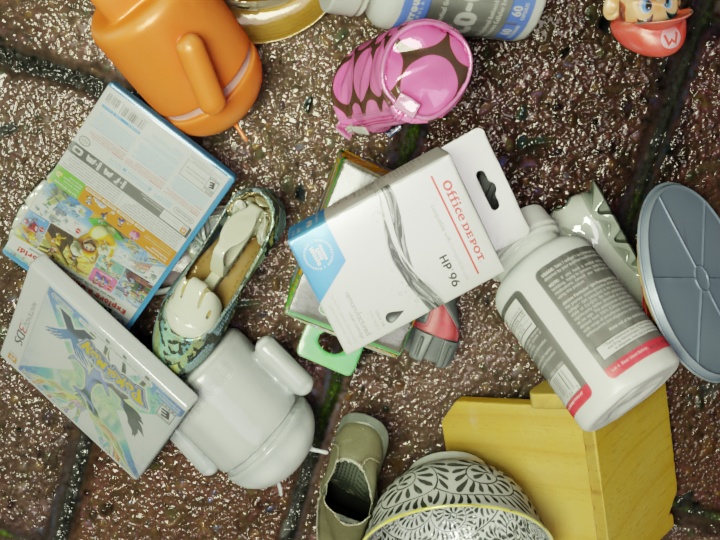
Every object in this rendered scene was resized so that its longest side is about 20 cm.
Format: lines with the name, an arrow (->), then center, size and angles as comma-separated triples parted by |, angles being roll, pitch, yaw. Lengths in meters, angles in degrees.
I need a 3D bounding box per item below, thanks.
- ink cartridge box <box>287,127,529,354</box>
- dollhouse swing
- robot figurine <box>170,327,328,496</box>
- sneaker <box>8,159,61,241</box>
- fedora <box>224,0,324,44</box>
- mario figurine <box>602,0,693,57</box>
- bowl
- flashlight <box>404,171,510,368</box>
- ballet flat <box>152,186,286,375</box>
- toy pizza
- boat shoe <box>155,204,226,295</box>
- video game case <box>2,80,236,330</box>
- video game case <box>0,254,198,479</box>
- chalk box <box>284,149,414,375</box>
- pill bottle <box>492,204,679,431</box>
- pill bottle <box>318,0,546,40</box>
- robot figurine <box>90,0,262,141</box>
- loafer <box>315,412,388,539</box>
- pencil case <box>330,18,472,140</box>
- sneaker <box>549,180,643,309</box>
ink cartridge box -> 0.048, -0.029, 0.811 | 0.198, 0.068, 0.117 | -28, 102, 3
dollhouse swing -> 0.217, 0.202, 1.003 | 0.180, 0.174, 0.204 | -20, 104, -40
robot figurine -> -0.126, 0.141, 0.942 | 0.169, 0.113, 0.200 | -41, 99, 23
sneaker -> -0.268, -0.079, 0.917 | 0.200, 0.077, 0.085 | -42, 105, 7
fedora -> -0.107, -0.313, 0.868 | 0.196, 0.082, 0.205 | 0, 101, -1
mario figurine -> 0.272, -0.304, 0.865 | 0.122, 0.105, 0.204 | -11, 95, 36
bowl -> 0.093, 0.248, 0.937 | 0.197, 0.095, 0.203 | 0, 137, 0
flashlight -> 0.098, -0.004, 0.948 | 0.067, 0.068, 0.203 | 20, 95, -11
ballet flat -> -0.140, 0.004, 0.872 | 0.073, 0.074, 0.202 | 30, 77, -7
toy pizza -> 0.326, 0.012, 0.913 | 0.031, 0.200, 0.202 | -21, 105, 45
boat shoe -> -0.190, -0.011, 0.935 | 0.198, 0.065, 0.076 | -16, 101, 2
video game case -> -0.229, -0.053, 0.871 | 0.142, 0.018, 0.201 | 36, 105, -9
video game case -> -0.265, 0.103, 0.910 | 0.199, 0.022, 0.183 | 42, 137, 1
chalk box -> 0.000, 0.000, 0.914 | 0.123, 0.124, 0.203 | 22, 101, -7
pill bottle -> 0.197, 0.039, 0.870 | 0.110, 0.111, 0.201 | -36, 66, 6
pill bottle -> 0.065, -0.276, 0.842 | 0.196, 0.114, 0.116 | 0, 102, -17
robot figurine -> -0.165, -0.204, 0.841 | 0.200, 0.142, 0.118 | 50, 57, -43
loafer -> -0.018, 0.245, 0.964 | 0.074, 0.070, 0.203 | 13, 120, 14
pencil case -> 0.030, -0.168, 0.842 | 0.091, 0.200, 0.094 | 42, 83, -13
sneaker -> 0.256, 0.015, 0.953 | 0.088, 0.074, 0.202 | -31, 94, 15
